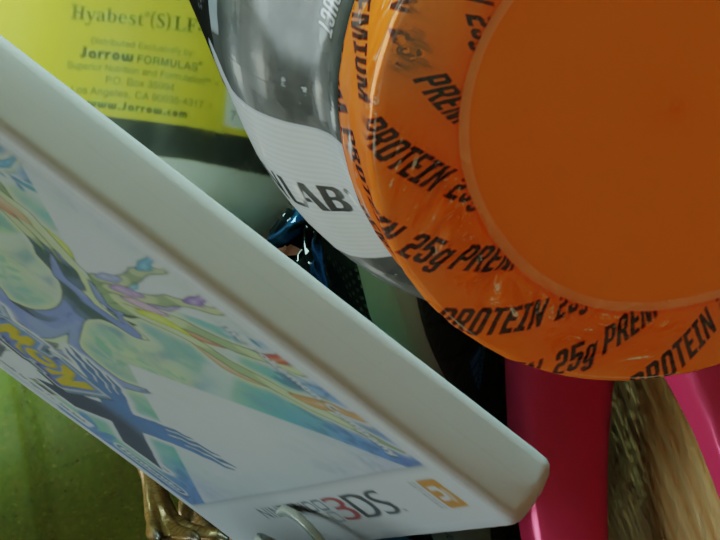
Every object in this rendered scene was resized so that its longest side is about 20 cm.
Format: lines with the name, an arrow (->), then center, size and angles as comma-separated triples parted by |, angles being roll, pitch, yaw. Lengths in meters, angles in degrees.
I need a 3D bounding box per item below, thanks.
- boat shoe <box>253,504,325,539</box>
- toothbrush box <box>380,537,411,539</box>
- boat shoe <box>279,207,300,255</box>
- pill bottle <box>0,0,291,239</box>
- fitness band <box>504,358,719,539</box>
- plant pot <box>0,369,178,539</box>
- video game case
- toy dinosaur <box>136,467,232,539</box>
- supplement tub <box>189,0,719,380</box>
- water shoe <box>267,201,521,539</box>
boat shoe -> -0.014, 0.107, 0.735 | 0.075, 0.062, 0.200 | 60, 157, -17
toothbrush box -> 0.002, 0.170, 0.797 | 0.200, 0.146, 0.086 | -115, 1, -56
boat shoe -> 0.000, 0.000, 0.944 | 0.072, 0.076, 0.200 | 47, 156, 6
pill bottle -> -0.066, -0.113, 0.813 | 0.111, 0.110, 0.202 | 152, 123, -80
fitness band -> 0.073, 0.060, 0.638 | 0.200, 0.037, 0.145 | -137, 41, -74
plant pot -> -0.086, 0.055, 1.138 | 0.200, 0.183, 0.202 | 170, 90, -80
video game case -> -0.068, 0.007, 0.734 | 0.200, 0.022, 0.182 | 38, 160, -14
toy dinosaur -> -0.055, 0.037, 0.945 | 0.199, 0.060, 0.107 | -2, 82, 52
supplement tub -> 0.025, -0.072, 0.501 | 0.200, 0.122, 0.123 | -113, 16, -58
water shoe -> 0.000, 0.006, 0.761 | 0.201, 0.078, 0.072 | 77, -147, -42
